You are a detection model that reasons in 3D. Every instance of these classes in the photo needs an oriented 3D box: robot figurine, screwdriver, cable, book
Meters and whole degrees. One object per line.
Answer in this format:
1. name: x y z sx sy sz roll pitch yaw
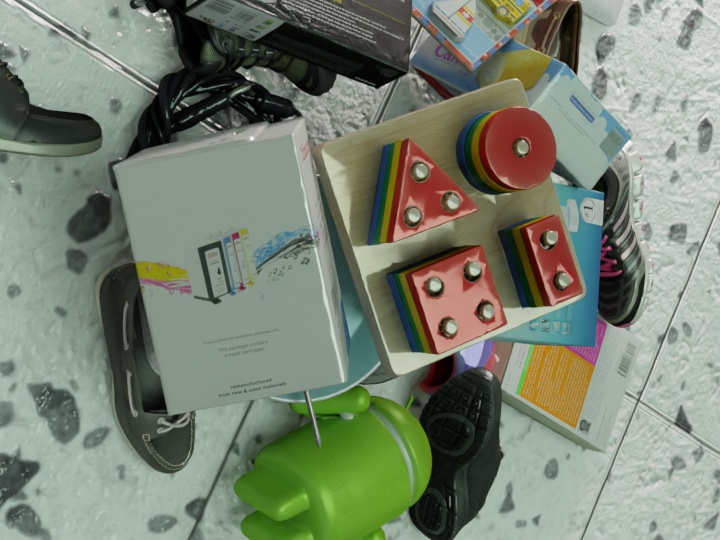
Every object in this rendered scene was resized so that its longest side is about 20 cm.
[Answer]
1. robot figurine: -0.018 0.189 1.534 0.200 0.116 0.176 -26 120 -34
2. screwdriver: -0.054 0.057 1.426 0.029 0.028 0.200 -16 101 9
3. cable: -0.131 -0.077 1.435 0.163 0.051 0.200 28 81 -39
4. book: 0.213 0.096 1.754 0.200 0.048 0.134 32 75 -39

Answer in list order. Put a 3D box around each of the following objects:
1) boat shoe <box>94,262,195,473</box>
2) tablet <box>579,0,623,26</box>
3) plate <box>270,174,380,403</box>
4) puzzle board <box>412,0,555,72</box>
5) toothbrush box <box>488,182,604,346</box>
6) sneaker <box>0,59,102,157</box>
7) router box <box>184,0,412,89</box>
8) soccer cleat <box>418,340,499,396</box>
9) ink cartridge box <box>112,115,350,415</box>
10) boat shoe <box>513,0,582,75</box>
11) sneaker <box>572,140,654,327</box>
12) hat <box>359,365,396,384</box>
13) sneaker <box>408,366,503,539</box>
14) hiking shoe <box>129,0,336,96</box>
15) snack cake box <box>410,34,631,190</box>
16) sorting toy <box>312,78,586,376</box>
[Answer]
1. boat shoe: -0.177 0.090 1.423 0.067 0.057 0.200 -27 114 -33
2. tablet: 0.213 -0.343 1.693 0.200 0.014 0.130 21 84 -40
3. plate: -0.051 0.015 1.453 0.200 0.026 0.200 -3 99 -23
4. puzzle board: 0.080 -0.291 1.512 0.200 0.017 0.151 45 64 7
5. toothbrush box: 0.122 -0.010 1.493 0.200 0.085 0.147 6 86 -43
6. sneaker: -0.282 -0.148 1.281 0.200 0.075 0.106 6 97 -39
7. router box: -0.045 -0.254 1.391 0.200 0.051 0.149 18 66 -34
8. soccer cleat: 0.104 0.032 1.643 0.076 0.067 0.200 2 100 -35
9. ink cartridge box: -0.097 -0.009 1.325 0.144 0.147 0.200 -11 99 3
10. boat shoe: 0.188 -0.176 1.664 0.072 0.072 0.200 7 94 -40
11. sneaker: 0.251 -0.037 1.742 0.087 0.074 0.200 -7 96 -37
12. hat: 0.000 0.000 1.530 0.200 0.081 0.201 -3 98 -24
13. sneaker: 0.105 0.174 1.649 0.091 0.076 0.200 -25 140 -45
14. hiking shoe: -0.109 -0.197 1.416 0.200 0.076 0.101 38 70 -27
15. snack cake box: 0.145 -0.159 1.544 0.115 0.200 0.067 39 88 -37
16. sorting toy: 0.088 -0.039 1.366 0.200 0.070 0.199 -21 97 -24
